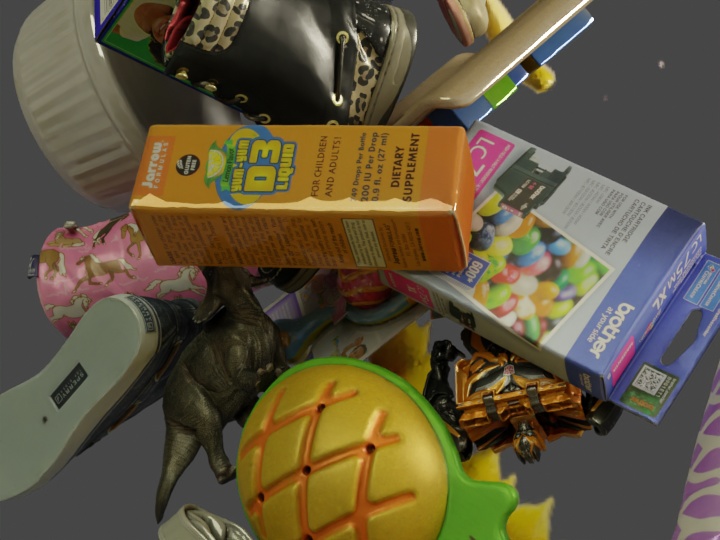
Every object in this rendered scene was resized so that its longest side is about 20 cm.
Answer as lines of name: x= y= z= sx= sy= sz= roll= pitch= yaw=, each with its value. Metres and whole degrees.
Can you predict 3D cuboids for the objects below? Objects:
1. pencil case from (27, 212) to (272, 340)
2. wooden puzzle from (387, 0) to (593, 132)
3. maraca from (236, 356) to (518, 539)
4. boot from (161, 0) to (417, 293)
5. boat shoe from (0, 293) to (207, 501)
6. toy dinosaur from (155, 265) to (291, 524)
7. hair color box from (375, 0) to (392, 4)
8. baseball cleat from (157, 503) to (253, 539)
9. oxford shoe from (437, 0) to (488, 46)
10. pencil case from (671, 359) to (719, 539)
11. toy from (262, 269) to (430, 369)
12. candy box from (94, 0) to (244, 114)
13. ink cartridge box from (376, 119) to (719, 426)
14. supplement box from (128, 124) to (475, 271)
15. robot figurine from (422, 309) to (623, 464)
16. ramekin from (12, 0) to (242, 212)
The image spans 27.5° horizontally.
pencil case: x=-0.139 y=-0.011 z=1.080 sx=0.199 sy=0.087 sz=0.083 roll=-15 pitch=33 yaw=12
wooden puzzle: x=0.078 y=-0.126 z=1.034 sx=0.185 sy=0.046 sz=0.200 roll=-42 pitch=7 yaw=-28
maraca: x=0.007 y=0.135 z=0.872 sx=0.200 sy=0.107 sz=0.138 roll=36 pitch=99 yaw=29
boot: x=-0.066 y=-0.099 z=0.958 sx=0.205 sy=0.153 sz=0.073 roll=-66 pitch=26 yaw=10
boat shoe: x=-0.187 y=0.092 z=1.031 sx=0.200 sy=0.091 sz=0.071 roll=-42 pitch=69 yaw=23
toy dinosaur: x=-0.090 y=0.074 z=0.972 sx=0.102 sy=0.077 sz=0.201 roll=42 pitch=120 yaw=37
hair color box: x=-0.032 y=-0.226 z=1.227 sx=0.098 sy=0.061 sz=0.201 roll=1 pitch=52 yaw=26
baseball cleat: x=-0.133 y=0.192 z=0.898 sx=0.199 sy=0.070 sz=0.107 roll=3 pitch=89 yaw=17
oxford shoe: x=0.089 y=-0.260 z=1.193 sx=0.073 sy=0.071 sz=0.201 roll=-15 pitch=48 yaw=10
pencil case: x=0.229 y=0.101 z=0.817 sx=0.085 sy=0.084 sz=0.201 roll=28 pitch=61 yaw=-4
toy: x=0.000 y=0.000 z=0.986 sx=0.200 sy=0.047 sz=0.115 roll=-42 pitch=37 yaw=17
candy box: x=-0.087 y=-0.195 z=1.047 sx=0.077 sy=0.199 sz=0.170 roll=-47 pitch=35 yaw=32
ink cartridge box: x=0.120 y=-0.003 z=0.887 sx=0.199 sy=0.042 sz=0.120 roll=29 pitch=71 yaw=25
supplement box: x=-0.034 y=-0.044 z=0.886 sx=0.199 sy=0.069 sz=0.067 roll=0 pitch=59 yaw=14
robot figurine: x=0.102 y=0.031 z=0.945 sx=0.144 sy=0.058 sz=0.201 roll=-14 pitch=47 yaw=21
ramekin: x=-0.182 y=-0.138 z=1.138 sx=0.094 sy=0.202 sz=0.203 roll=-23 pitch=45 yaw=21
